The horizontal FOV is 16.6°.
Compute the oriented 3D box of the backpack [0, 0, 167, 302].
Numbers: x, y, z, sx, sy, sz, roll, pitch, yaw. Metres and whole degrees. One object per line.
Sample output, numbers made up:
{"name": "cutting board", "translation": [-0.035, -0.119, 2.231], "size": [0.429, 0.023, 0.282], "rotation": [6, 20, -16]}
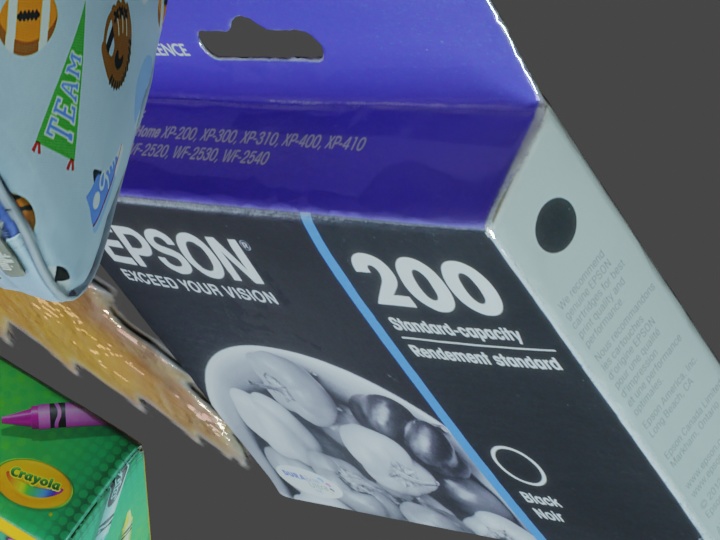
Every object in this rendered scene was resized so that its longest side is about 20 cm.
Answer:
{"name": "backpack", "translation": [-0.129, -0.082, 0.562], "size": [0.154, 0.200, 0.191], "rotation": [-6, 146, 17]}

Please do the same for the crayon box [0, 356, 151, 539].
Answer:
{"name": "crayon box", "translation": [-0.152, 0.107, 1.046], "size": [0.119, 0.058, 0.200], "rotation": [30, 154, 13]}

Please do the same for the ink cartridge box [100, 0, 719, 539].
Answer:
{"name": "ink cartridge box", "translation": [0.000, 0.000, 0.699], "size": [0.198, 0.043, 0.200], "rotation": [5, 139, 48]}
